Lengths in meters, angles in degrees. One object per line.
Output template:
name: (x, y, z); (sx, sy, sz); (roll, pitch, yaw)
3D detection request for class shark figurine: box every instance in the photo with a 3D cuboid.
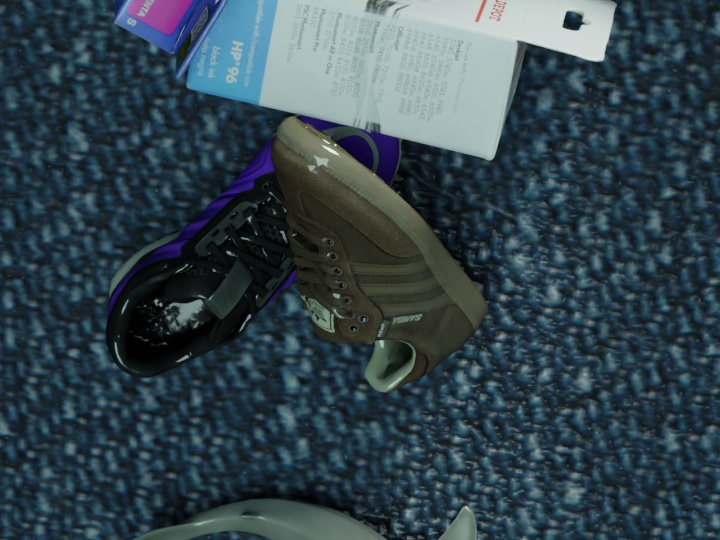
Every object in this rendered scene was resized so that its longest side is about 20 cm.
shark figurine: (-0.022, 0.163, 1.629); (0.214, 0.089, 0.129); (27, 93, 6)

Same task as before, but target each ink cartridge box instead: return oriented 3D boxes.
ink cartridge box: (-0.078, -0.185, 1.454); (0.042, 0.200, 0.120); (26, 112, -20)
ink cartridge box: (0.023, -0.115, 1.510); (0.199, 0.116, 0.068); (13, 112, 4)

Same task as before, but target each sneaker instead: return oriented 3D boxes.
sneaker: (-0.058, -0.008, 1.569); (0.200, 0.100, 0.070); (-40, 102, 20)
sneaker: (0.000, 0.000, 1.526); (0.076, 0.070, 0.200); (-49, 139, -5)
